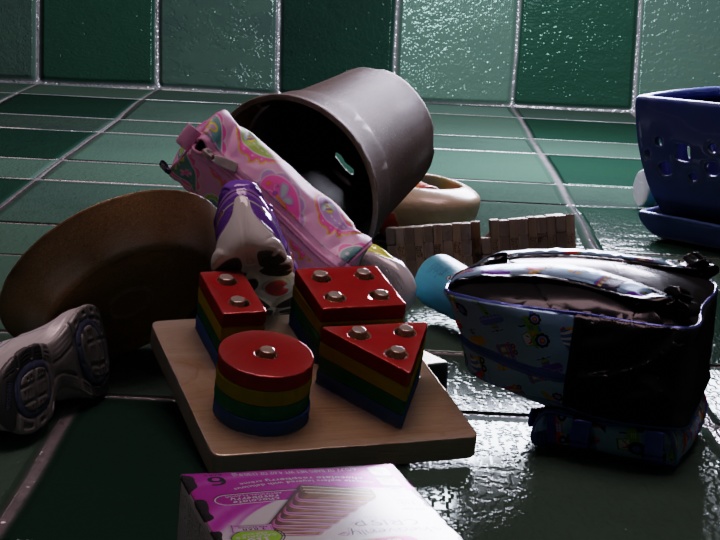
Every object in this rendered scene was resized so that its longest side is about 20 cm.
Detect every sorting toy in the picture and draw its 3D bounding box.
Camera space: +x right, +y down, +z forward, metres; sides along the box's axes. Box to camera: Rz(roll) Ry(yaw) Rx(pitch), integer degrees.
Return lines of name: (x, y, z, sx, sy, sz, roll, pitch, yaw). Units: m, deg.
sorting toy: (-0.036, 0.064, 1.225, 0.197, 0.070, 0.199, -2, 27, -21)

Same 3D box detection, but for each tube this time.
tube: (0.122, 0.038, 1.516, 0.077, 0.051, 0.200, -9, 21, -28)
tube: (0.476, -0.105, 2.296, 0.197, 0.051, 0.077, 4, 18, -19)

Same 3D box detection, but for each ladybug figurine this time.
ladybug figurine: (0.067, -0.072, 1.971, 0.134, 0.073, 0.200, -1, 13, -20)

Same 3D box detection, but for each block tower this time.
block tower: (0.127, -0.027, 1.751, 0.197, 0.055, 0.058, -4, 4, 4)

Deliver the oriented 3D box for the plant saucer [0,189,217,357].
plant saucer: (-0.194, 0.015, 1.350, 0.198, 0.201, 0.036, -7, 53, -36)

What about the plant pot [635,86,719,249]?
plant pot: (0.464, -0.125, 2.046, 0.199, 0.182, 0.199, 13, 15, 41)

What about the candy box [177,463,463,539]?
candy box: (-0.016, 0.165, 0.889, 0.135, 0.062, 0.200, -1, 13, -18)

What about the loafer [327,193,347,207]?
loafer: (-0.056, -0.081, 1.937, 0.068, 0.076, 0.199, 42, -9, -30)

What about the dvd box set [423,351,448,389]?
dvd box set: (-0.041, 0.071, 1.381, 0.145, 0.030, 0.199, -6, 16, -33)

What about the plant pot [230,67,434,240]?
plant pot: (-0.025, -0.118, 1.768, 0.198, 0.203, 0.198, 9, 25, 27)

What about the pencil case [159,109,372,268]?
pencil case: (-0.085, -0.059, 1.510, 0.200, 0.088, 0.087, 42, 14, -1)

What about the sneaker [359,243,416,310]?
sneaker: (0.000, 0.000, 1.617, 0.199, 0.077, 0.104, 13, 15, 43)

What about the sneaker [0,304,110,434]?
sneaker: (-0.252, 0.072, 1.250, 0.086, 0.076, 0.200, -5, 6, 19)

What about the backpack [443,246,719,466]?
backpack: (0.163, 0.055, 1.254, 0.197, 0.136, 0.182, 7, 13, 16)

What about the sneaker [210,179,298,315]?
sneaker: (-0.082, -0.015, 1.358, 0.080, 0.084, 0.200, -6, -21, -3)
